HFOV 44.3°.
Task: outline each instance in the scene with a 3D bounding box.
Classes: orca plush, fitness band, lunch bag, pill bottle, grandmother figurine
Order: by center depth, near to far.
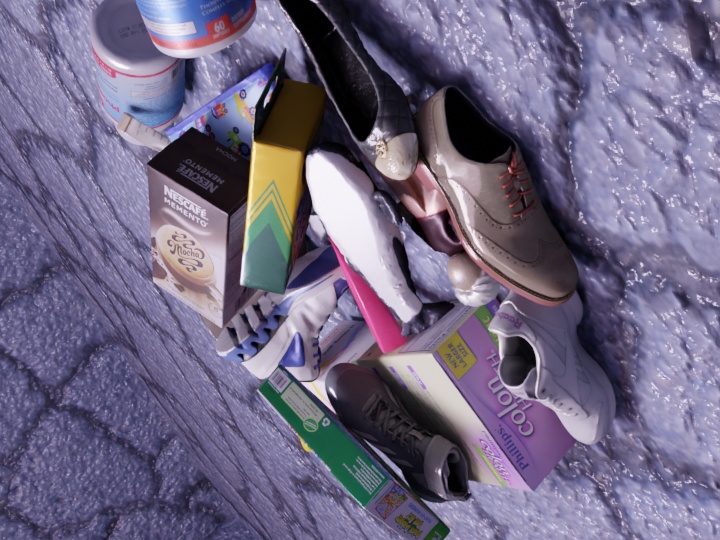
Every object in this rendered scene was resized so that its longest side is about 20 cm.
[{"bbox_3d":[-0.170,-0.307,0.795,0.111,0.112,0.202,32,152,36],"label":"pill bottle"},{"bbox_3d":[0.067,-0.056,0.813,0.202,0.060,0.121,58,165,-11],"label":"grandmother figurine"},{"bbox_3d":[0.024,-0.042,0.834,0.200,0.071,0.105,48,136,-6],"label":"orca plush"},{"bbox_3d":[0.000,0.000,0.953,0.201,0.037,0.145,-117,3,-54],"label":"fitness band"},{"bbox_3d":[-0.110,-0.137,0.996,0.198,0.094,0.152,-12,114,53],"label":"lunch bag"},{"bbox_3d":[-0.270,-0.239,1.088,0.109,0.108,0.201,46,157,8],"label":"pill bottle"}]

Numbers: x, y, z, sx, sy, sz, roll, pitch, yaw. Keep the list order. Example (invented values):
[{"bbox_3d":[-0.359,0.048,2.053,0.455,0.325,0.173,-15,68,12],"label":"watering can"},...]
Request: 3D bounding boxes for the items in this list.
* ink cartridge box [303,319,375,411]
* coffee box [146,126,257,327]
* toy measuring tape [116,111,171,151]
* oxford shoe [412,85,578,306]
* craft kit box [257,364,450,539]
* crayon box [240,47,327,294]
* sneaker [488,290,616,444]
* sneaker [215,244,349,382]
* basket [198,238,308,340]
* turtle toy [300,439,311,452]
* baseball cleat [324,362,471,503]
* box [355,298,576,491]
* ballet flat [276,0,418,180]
[{"bbox_3d":[-0.015,0.127,1.155,0.198,0.117,0.068,-2,127,57],"label":"ink cartridge box"},{"bbox_3d":[-0.175,-0.045,1.007,0.112,0.080,0.202,31,142,15],"label":"coffee box"},{"bbox_3d":[-0.221,-0.154,1.124,0.198,0.075,0.073,25,172,-34],"label":"toy measuring tape"},{"bbox_3d":[0.111,-0.058,0.712,0.200,0.070,0.075,48,152,2],"label":"oxford shoe"},{"bbox_3d":[-0.005,0.214,0.991,0.199,0.049,0.198,40,176,38],"label":"craft kit box"},{"bbox_3d":[-0.074,-0.095,0.872,0.050,0.127,0.203,12,129,2],"label":"crayon box"},{"bbox_3d":[0.167,0.093,0.800,0.074,0.100,0.202,14,140,51],"label":"sneaker"},{"bbox_3d":[-0.073,0.068,1.105,0.116,0.198,0.081,50,-177,-30],"label":"sneaker"},{"bbox_3d":[-0.147,0.009,1.219,0.183,0.134,0.200,61,155,9],"label":"basket"},{"bbox_3d":[-0.026,0.195,1.291,0.199,0.143,0.103,-11,96,64],"label":"turtle toy"},{"bbox_3d":[0.049,0.171,0.949,0.200,0.070,0.106,46,153,-15],"label":"baseball cleat"},{"bbox_3d":[0.113,0.132,0.964,0.177,0.096,0.199,53,158,-8],"label":"box"},{"bbox_3d":[-0.013,-0.158,0.738,0.066,0.056,0.202,-44,69,42],"label":"ballet flat"}]
